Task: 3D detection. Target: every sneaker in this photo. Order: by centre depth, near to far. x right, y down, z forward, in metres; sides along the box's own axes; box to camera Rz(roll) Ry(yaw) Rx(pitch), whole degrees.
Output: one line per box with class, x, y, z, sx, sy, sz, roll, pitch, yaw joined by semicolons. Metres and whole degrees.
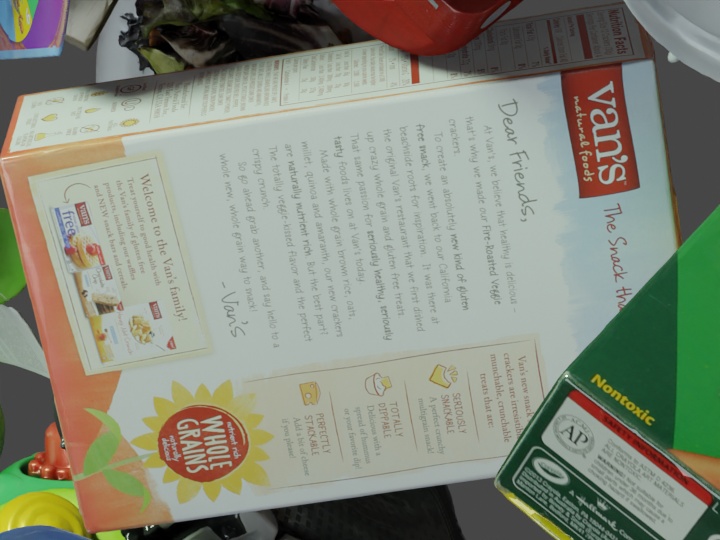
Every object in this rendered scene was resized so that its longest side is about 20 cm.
sneaker;-0.022;0.079;0.986;0.200;0.091;0.066;41;141;-16

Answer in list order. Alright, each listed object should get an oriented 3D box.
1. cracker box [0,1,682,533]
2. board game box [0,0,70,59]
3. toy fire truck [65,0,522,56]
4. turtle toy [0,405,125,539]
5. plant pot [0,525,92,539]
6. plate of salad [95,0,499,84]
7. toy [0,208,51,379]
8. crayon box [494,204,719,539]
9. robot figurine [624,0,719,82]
cracker box;0.000;0.000;0.868;0.200;0.058;0.134;-8;115;4
board game box;-0.135;-0.143;0.871;0.200;0.039;0.158;-170;74;-69
toy fire truck;-0.023;-0.128;0.840;0.176;0.129;0.200;48;157;7
turtle toy;-0.114;0.106;1.060;0.200;0.101;0.146;26;144;-10
plant pot;-0.085;0.211;0.943;0.200;0.180;0.200;20;145;-2
plate of salad;-0.014;-0.029;0.939;0.200;0.048;0.200;21;131;25
toy;-0.192;-0.024;1.070;0.200;0.047;0.115;15;146;47
crayon box;0.165;0.060;0.773;0.200;0.173;0.058;38;136;9
robot figurine;0.118;-0.116;0.694;0.200;0.169;0.113;91;161;-66
